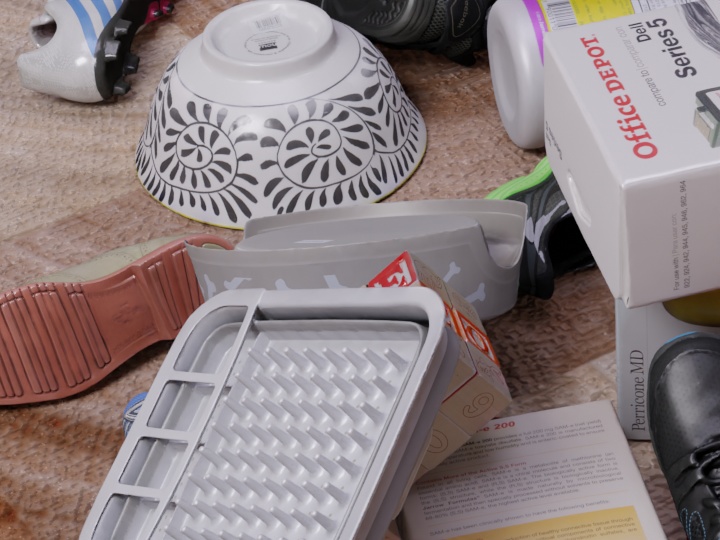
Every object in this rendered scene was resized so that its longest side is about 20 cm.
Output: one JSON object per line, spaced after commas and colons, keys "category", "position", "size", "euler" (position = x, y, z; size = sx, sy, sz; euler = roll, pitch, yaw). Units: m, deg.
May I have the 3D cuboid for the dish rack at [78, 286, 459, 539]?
{"category": "dish rack", "position": [-0.040, 0.090, 1.101], "size": [0.200, 0.044, 0.172], "euler": [-3, 55, 49]}

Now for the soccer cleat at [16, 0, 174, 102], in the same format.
{"category": "soccer cleat", "position": [-0.193, -0.194, 1.665], "size": [0.086, 0.070, 0.200], "euler": [4, 37, 12]}

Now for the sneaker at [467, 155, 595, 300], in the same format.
{"category": "sneaker", "position": [0.147, -0.045, 1.424], "size": [0.084, 0.077, 0.200], "euler": [29, 58, 29]}

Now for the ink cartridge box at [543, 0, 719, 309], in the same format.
{"category": "ink cartridge box", "position": [0.208, -0.073, 1.178], "size": [0.200, 0.084, 0.146], "euler": [-12, 39, -6]}

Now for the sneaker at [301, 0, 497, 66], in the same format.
{"category": "sneaker", "position": [0.030, -0.187, 1.632], "size": [0.114, 0.076, 0.199], "euler": [12, 0, -31]}

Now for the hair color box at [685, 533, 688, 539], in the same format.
{"category": "hair color box", "position": [0.270, 0.094, 1.185], "size": [0.200, 0.102, 0.061], "euler": [-1, 35, 4]}

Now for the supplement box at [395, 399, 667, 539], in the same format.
{"category": "supplement box", "position": [0.091, 0.161, 1.139], "size": [0.126, 0.074, 0.200], "euler": [-9, 36, -4]}

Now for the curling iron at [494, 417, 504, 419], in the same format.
{"category": "curling iron", "position": [0.049, 0.081, 1.248], "size": [0.200, 0.050, 0.026], "euler": [7, 67, -8]}

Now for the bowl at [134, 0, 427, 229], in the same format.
{"category": "bowl", "position": [-0.057, -0.122, 1.529], "size": [0.201, 0.094, 0.201], "euler": [-3, 37, 2]}

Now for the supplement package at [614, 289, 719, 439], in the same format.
{"category": "supplement package", "position": [0.248, -0.003, 1.275], "size": [0.200, 0.152, 0.151], "euler": [2, 38, 11]}

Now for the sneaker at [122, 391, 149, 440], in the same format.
{"category": "sneaker", "position": [-0.045, 0.066, 1.289], "size": [0.200, 0.077, 0.085], "euler": [-17, 33, -16]}

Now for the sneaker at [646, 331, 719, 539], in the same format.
{"category": "sneaker", "position": [0.191, 0.120, 1.090], "size": [0.073, 0.082, 0.200], "euler": [-21, 76, 7]}

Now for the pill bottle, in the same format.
{"category": "pill bottle", "position": [0.192, -0.147, 1.522], "size": [0.200, 0.104, 0.104], "euler": [-10, 36, -7]}

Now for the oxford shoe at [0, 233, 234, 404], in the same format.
{"category": "oxford shoe", "position": [-0.170, 0.030, 1.377], "size": [0.200, 0.071, 0.074], "euler": [-17, 13, -15]}

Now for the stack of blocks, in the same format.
{"category": "stack of blocks", "position": [-0.020, 0.097, 1.165], "size": [0.200, 0.059, 0.115], "euler": [-41, 33, 15]}

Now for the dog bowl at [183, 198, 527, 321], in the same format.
{"category": "dog bowl", "position": [0.000, 0.000, 1.305], "size": [0.200, 0.059, 0.200], "euler": [-6, 7, 1]}
